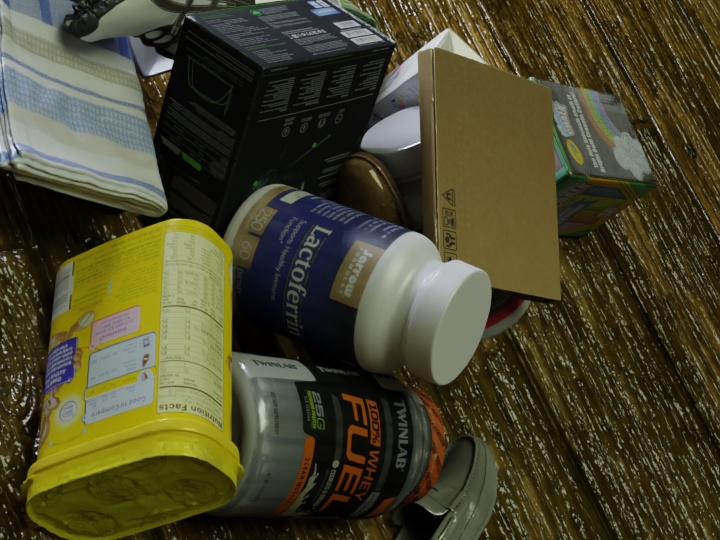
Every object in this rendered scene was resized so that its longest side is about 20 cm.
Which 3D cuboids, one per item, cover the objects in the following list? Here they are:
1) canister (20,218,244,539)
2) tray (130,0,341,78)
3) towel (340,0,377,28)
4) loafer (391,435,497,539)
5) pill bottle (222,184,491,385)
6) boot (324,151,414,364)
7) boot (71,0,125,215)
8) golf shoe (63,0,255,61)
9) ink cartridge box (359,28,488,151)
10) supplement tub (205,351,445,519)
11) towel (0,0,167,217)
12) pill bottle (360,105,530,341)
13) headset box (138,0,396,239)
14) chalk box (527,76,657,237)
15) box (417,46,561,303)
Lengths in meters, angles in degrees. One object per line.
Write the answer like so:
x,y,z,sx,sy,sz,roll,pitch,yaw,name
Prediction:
-0.158,0.074,0.963,0.087,0.148,0.201,48,30,-46,canister
-0.124,-0.247,1.202,0.199,0.022,0.108,-23,91,-20,tray
-0.086,-0.307,1.345,0.152,0.023,0.200,12,25,-39,towel
0.063,0.209,1.131,0.070,0.070,0.201,46,40,-20,loafer
-0.005,0.013,1.068,0.199,0.116,0.116,20,32,26,pill bottle
0.000,0.000,1.173,0.075,0.073,0.202,-19,110,-41,boot
-0.231,-0.157,1.126,0.204,0.073,0.154,47,37,-8,boot
-0.151,-0.206,1.110,0.200,0.077,0.095,-31,110,-43,golf shoe
0.060,-0.136,1.306,0.116,0.200,0.068,41,60,-12,ink cartridge box
-0.037,0.131,1.053,0.199,0.122,0.123,9,56,-39,supplement tub
-0.221,-0.137,1.039,0.146,0.024,0.201,17,46,-43,towel
0.074,-0.043,1.232,0.120,0.119,0.201,-57,132,-49,pill bottle
-0.082,-0.114,1.140,0.093,0.201,0.174,36,34,25,headset box
0.199,-0.120,1.465,0.199,0.124,0.125,3,60,-41,chalk box
0.114,-0.079,1.171,0.163,0.021,0.202,10,73,-43,box
